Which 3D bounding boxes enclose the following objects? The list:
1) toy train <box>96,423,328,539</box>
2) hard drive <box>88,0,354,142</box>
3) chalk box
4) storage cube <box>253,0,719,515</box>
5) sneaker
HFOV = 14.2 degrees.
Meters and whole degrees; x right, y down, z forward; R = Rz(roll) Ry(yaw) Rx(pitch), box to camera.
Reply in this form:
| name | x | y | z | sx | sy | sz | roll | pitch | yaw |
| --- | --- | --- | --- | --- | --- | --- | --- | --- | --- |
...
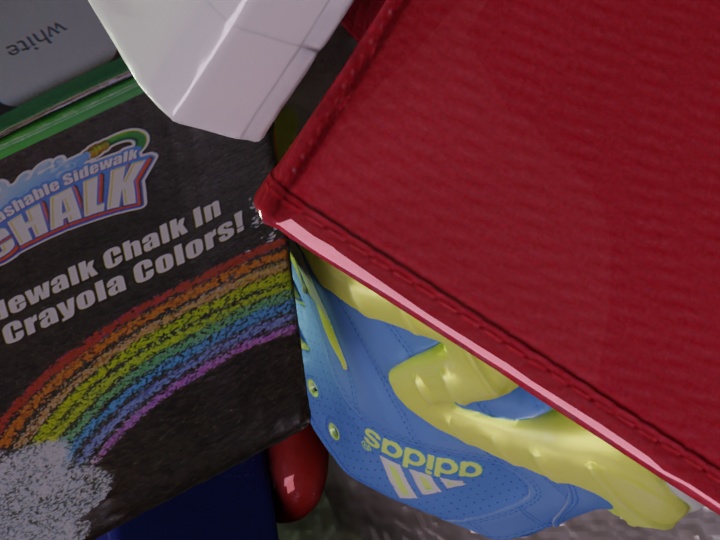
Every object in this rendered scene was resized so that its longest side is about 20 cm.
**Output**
| name | x | y | z | sx | sy | sz | roll | pitch | yaw |
| --- | --- | --- | --- | --- | --- | --- | --- | --- | --- |
| toy train | -0.058 | 0.135 | 0.793 | 0.084 | 0.201 | 0.116 | 3 | 156 | -27 |
| hard drive | 0.003 | -0.138 | 0.459 | 0.027 | 0.132 | 0.200 | 14 | 120 | -38 |
| chalk box | -0.096 | -0.036 | 0.621 | 0.124 | 0.125 | 0.200 | 54 | 163 | 32 |
| storage cube | 0.111 | -0.047 | 0.499 | 0.200 | 0.171 | 0.180 | 32 | 100 | 1 |
| sneaker | 0.000 | 0.000 | 0.716 | 0.200 | 0.076 | 0.105 | 47 | 134 | -11 |
